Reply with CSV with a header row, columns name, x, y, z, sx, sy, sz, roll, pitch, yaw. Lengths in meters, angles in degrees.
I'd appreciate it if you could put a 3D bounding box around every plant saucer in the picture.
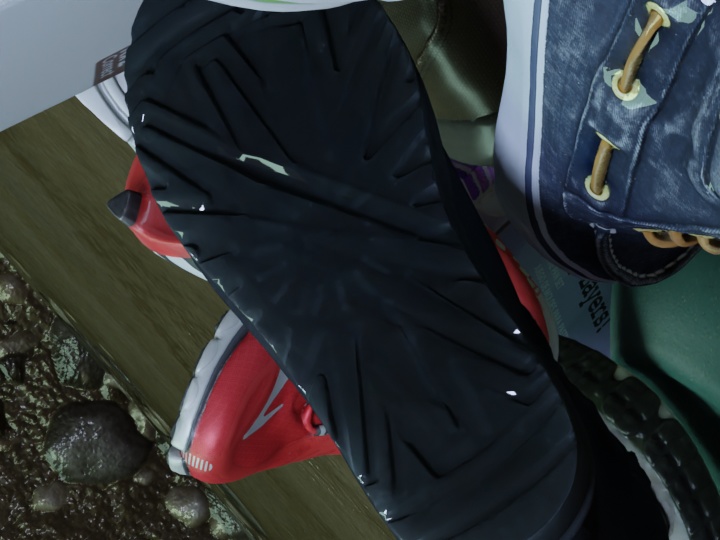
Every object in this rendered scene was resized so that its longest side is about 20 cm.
name,x,y,z,sx,sy,sz,roll,pitch,yaw
plant saucer,0.146,0.070,0.935,0.200,0.036,0.200,47,170,11

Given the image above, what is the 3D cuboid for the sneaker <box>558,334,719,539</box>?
name,x,y,z,sx,sy,sz,roll,pitch,yaw
sneaker,0.106,0.102,0.931,0.200,0.077,0.089,46,-179,9

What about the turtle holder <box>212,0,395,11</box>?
name,x,y,z,sx,sy,sz,roll,pitch,yaw
turtle holder,-0.032,-0.130,0.644,0.132,0.141,0.185,36,172,-27

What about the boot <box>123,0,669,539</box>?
name,x,y,z,sx,sy,sz,roll,pitch,yaw
boot,0.015,0.019,0.780,0.201,0.076,0.168,60,-179,24

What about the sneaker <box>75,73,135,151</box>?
name,x,y,z,sx,sy,sz,roll,pitch,yaw
sneaker,-0.054,-0.047,1.268,0.200,0.076,0.081,54,-179,-6

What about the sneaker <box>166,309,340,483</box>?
name,x,y,z,sx,sy,sz,roll,pitch,yaw
sneaker,0.004,0.045,1.137,0.085,0.200,0.077,30,119,29

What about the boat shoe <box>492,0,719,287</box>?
name,x,y,z,sx,sy,sz,roll,pitch,yaw
boat shoe,0.084,-0.030,0.710,0.091,0.071,0.200,47,168,25

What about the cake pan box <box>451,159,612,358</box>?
name,x,y,z,sx,sy,sz,roll,pitch,yaw
cake pan box,0.019,-0.031,1.044,0.184,0.052,0.200,39,167,31

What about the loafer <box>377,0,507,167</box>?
name,x,y,z,sx,sy,sz,roll,pitch,yaw
loafer,0.007,-0.089,0.854,0.200,0.073,0.071,19,142,57

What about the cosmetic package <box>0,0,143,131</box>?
name,x,y,z,sx,sy,sz,roll,pitch,yaw
cosmetic package,-0.171,-0.148,0.946,0.201,0.164,0.165,63,171,7

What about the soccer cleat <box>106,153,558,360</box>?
name,x,y,z,sx,sy,sz,roll,pitch,yaw
soccer cleat,0.000,0.000,0.950,0.199,0.069,0.085,25,180,40
